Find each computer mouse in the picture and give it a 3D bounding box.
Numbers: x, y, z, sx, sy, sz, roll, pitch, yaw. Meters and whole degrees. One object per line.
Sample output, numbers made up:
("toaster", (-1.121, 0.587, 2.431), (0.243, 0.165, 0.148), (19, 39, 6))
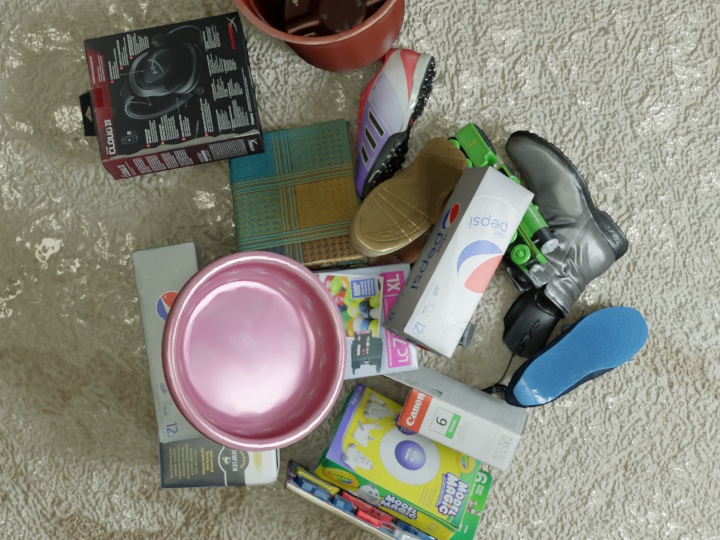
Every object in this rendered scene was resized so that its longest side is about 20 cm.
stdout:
("computer mouse", (0.179, 0.105, 1.513), (0.058, 0.034, 0.201), (28, 92, -3))

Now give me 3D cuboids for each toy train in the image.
("toy train", (0.158, -0.084, 1.446), (0.056, 0.042, 0.201), (-36, 62, 11))

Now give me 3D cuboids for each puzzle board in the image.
("puzzle board", (0.006, 0.271, 1.455), (0.199, 0.151, 0.017), (28, 91, -2))

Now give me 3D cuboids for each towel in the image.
("towel", (-0.073, -0.082, 1.448), (0.146, 0.022, 0.201), (-8, 55, 0))

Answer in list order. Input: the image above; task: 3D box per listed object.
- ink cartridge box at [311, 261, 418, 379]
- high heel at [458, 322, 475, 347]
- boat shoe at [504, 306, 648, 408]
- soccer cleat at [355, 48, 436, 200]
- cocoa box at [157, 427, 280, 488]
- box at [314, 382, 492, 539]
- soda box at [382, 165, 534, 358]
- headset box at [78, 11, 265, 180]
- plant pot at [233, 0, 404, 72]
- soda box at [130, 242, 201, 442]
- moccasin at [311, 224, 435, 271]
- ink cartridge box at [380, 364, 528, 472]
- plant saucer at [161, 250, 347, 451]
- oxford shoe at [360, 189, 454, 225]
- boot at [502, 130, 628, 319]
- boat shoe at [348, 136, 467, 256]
("ink cartridge box", (-0.040, 0.060, 1.385), (0.199, 0.042, 0.120), (-6, 95, -13))
("high heel", (0.086, -0.020, 1.498), (0.142, 0.071, 0.201), (15, 78, 19))
("boat shoe", (0.244, 0.096, 1.490), (0.199, 0.069, 0.085), (-20, 83, -26))
("soccer cleat", (0.024, -0.168, 1.462), (0.073, 0.068, 0.201), (17, 68, 12))
("cocoa box", (-0.161, 0.135, 1.453), (0.130, 0.133, 0.201), (-3, 92, -1))
("box", (0.059, 0.227, 1.477), (0.199, 0.048, 0.118), (29, 49, -4))
("soda box", (0.104, -0.011, 1.369), (0.063, 0.068, 0.201), (30, 83, -18))
("headset box", (-0.219, -0.195, 1.453), (0.199, 0.077, 0.150), (-12, 77, 0))
("plant pot", (-0.032, -0.313, 1.397), (0.199, 0.195, 0.202), (-1, 82, 8))
("soda box", (-0.189, 0.074, 1.345), (0.068, 0.063, 0.201), (-10, 90, -3))
("moccasin", (0.000, -0.001, 1.463), (0.200, 0.074, 0.078), (-18, 55, 6))
("ink cartridge box", (0.089, 0.156, 1.464), (0.199, 0.109, 0.051), (22, 102, 8))
("plant saucer", (-0.111, 0.082, 1.303), (0.199, 0.051, 0.202), (3, 84, -29))
("oxford shoe", (0.018, -0.067, 1.484), (0.199, 0.071, 0.072), (-10, 91, -3))
("boot", (0.207, -0.053, 1.473), (0.132, 0.070, 0.200), (-41, 91, -17))
("boat shoe", (0.047, -0.068, 1.405), (0.074, 0.069, 0.200), (44, 50, 3))
